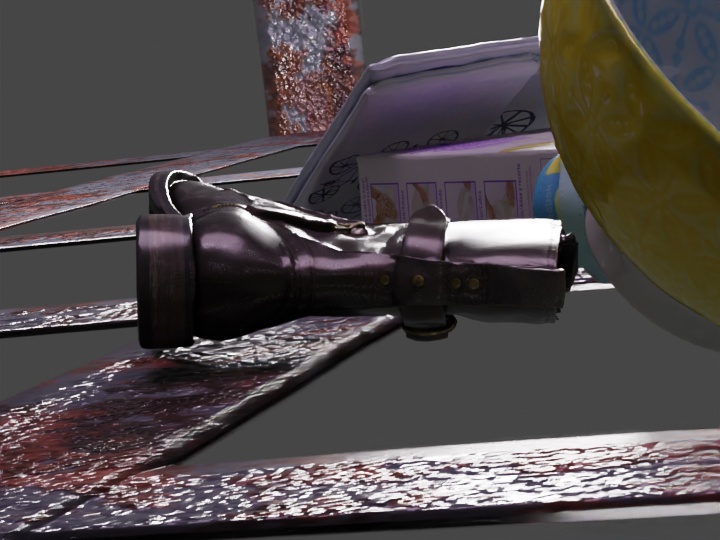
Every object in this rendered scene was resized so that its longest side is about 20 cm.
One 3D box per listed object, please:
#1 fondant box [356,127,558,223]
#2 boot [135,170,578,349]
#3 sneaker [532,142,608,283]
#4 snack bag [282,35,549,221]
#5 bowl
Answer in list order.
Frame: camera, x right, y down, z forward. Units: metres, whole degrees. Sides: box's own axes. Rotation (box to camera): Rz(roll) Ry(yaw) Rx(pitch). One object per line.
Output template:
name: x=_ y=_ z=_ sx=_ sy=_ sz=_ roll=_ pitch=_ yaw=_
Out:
fondant box: x=0.112 y=-0.039 z=1.302 sx=0.143 sy=0.059 sz=0.199 roll=-10 pitch=5 yaw=-35
boot: x=0.000 y=0.000 z=1.063 sx=0.173 sy=0.070 sz=0.200 roll=-1 pitch=9 yaw=-1
sneaker: x=0.130 y=-0.030 z=1.089 sx=0.129 sy=0.080 sz=0.200 roll=-3 pitch=-4 yaw=11
snack bag: x=0.061 y=-0.070 z=1.414 sx=0.199 sy=0.022 sz=0.189 roll=-11 pitch=-23 yaw=-26
bowl: x=0.132 y=-0.037 z=0.873 sx=0.199 sy=0.201 sz=0.108 roll=-11 pitch=-35 yaw=-44
